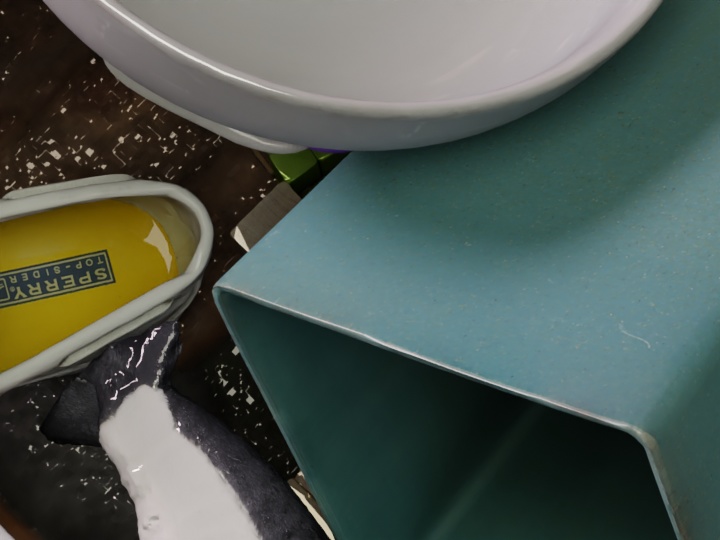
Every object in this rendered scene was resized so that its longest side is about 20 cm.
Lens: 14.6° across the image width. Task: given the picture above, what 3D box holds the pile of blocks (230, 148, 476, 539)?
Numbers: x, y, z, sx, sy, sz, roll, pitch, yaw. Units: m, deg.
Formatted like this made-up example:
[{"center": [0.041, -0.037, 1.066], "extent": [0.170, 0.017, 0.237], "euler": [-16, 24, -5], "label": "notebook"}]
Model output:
[{"center": [0.000, 0.000, 0.834], "extent": [0.082, 0.062, 0.201], "euler": [-11, 82, 0], "label": "pile of blocks"}]

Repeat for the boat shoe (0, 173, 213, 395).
[{"center": [-0.130, 0.016, 0.790], "extent": [0.201, 0.086, 0.075], "euler": [-15, 81, -23], "label": "boat shoe"}]

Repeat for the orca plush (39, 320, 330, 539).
[{"center": [-0.031, 0.119, 0.790], "extent": [0.105, 0.071, 0.200], "euler": [-39, 68, 2], "label": "orca plush"}]

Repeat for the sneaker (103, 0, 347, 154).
[{"center": [0.014, -0.081, 0.811], "extent": [0.200, 0.073, 0.115], "euler": [-2, 60, -18], "label": "sneaker"}]

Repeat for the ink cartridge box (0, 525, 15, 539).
[{"center": [-0.114, 0.167, 0.680], "extent": [0.200, 0.047, 0.198], "euler": [-32, 64, -35], "label": "ink cartridge box"}]

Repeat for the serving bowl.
[{"center": [-0.012, -0.113, 0.741], "extent": [0.199, 0.066, 0.201], "euler": [7, 62, -13], "label": "serving bowl"}]

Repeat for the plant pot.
[{"center": [0.092, 0.000, 0.768], "extent": [0.141, 0.142, 0.200], "euler": [19, 57, 38], "label": "plant pot"}]
